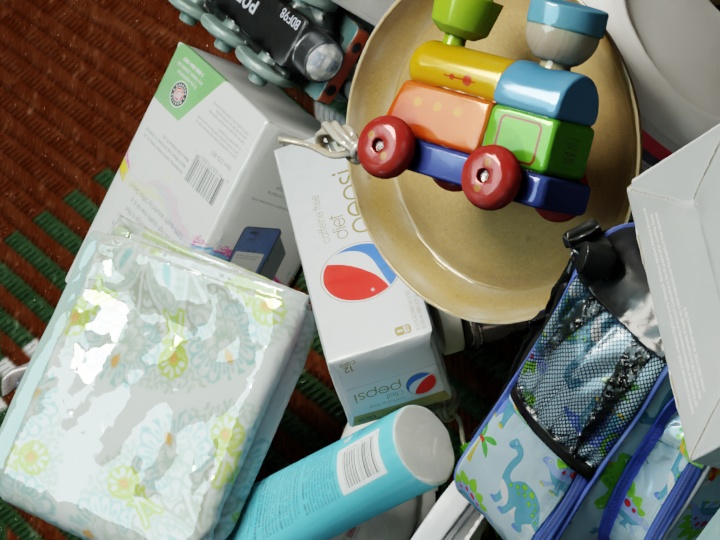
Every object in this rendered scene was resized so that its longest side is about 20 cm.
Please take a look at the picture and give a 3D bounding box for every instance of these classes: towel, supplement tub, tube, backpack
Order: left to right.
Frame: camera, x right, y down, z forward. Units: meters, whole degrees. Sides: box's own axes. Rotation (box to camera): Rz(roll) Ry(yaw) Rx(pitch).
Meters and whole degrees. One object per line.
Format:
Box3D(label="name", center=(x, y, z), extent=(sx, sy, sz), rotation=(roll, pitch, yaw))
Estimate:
Box3D(label="towel", center=(-0.133, 0.080, 1.630), extent=(0.171, 0.048, 0.201), rotation=(21, 85, 29))
Box3D(label="tube", center=(-0.029, 0.141, 1.572), extent=(0.200, 0.050, 0.078), rotation=(-29, 31, 39))
Box3D(label="supplement tub", center=(0.124, -0.074, 1.491), extent=(0.200, 0.140, 0.141), rotation=(-40, 49, 34))
Box3D(label="backpack", center=(0.155, 0.082, 1.369), extent=(0.147, 0.183, 0.200), rotation=(49, 124, 24))

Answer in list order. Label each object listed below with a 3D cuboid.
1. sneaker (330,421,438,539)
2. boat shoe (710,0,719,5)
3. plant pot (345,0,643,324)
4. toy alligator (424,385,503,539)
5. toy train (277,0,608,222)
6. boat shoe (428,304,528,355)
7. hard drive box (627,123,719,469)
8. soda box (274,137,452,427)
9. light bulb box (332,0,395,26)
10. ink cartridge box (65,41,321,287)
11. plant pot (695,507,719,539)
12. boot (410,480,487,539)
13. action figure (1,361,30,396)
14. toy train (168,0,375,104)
Box3D(label="sneaker", center=(-0.010, 0.174, 1.615), extent=(0.076, 0.080, 0.201), rotation=(-2, 75, 52))
Box3D(label="boat shoe", center=(0.123, -0.183, 1.528), extent=(0.199, 0.074, 0.070), rotation=(-1, 87, 12))
Box3D(label="plant pot", center=(0.077, -0.071, 1.422), extent=(0.199, 0.027, 0.201), rotation=(6, 99, 39))
Box3D(label="toy alligator", center=(0.085, 0.145, 1.535), extent=(0.200, 0.059, 0.054), rotation=(-124, 20, -44))
Box3D(label="toy train", center=(0.041, -0.103, 1.384), extent=(0.199, 0.085, 0.116), rotation=(18, 96, 36))
Box3D(label="boat shoe", center=(0.058, -0.037, 1.623), extent=(0.072, 0.059, 0.201), rotation=(81, 175, -53))
Box3D(label="hard drive box", center=(0.238, 0.029, 1.270), extent=(0.077, 0.199, 0.156), rotation=(-34, 54, 38))
Box3D(label="soda box", center=(0.000, 0.000, 1.590), extent=(0.068, 0.064, 0.200), rotation=(-17, 44, 1))
Box3D(label="light bulb box", center=(0.030, -0.269, 1.656), extent=(0.199, 0.125, 0.200), rotation=(-56, 35, 9))
Box3D(label="ink cartridge box", center=(-0.110, -0.035, 1.803), extent=(0.145, 0.087, 0.201), rotation=(42, 108, 49))
Box3D(label="plant pot", center=(0.240, 0.219, 1.216), extent=(0.200, 0.195, 0.197), rotation=(-50, 44, 38))
Box3D(label="boot", center=(0.050, 0.220, 1.475), extent=(0.095, 0.074, 0.201), rotation=(30, 105, 12))
Box3D(label="action figure", center=(-0.166, 0.101, 1.774), extent=(0.105, 0.200, 0.193), rotation=(-49, 39, -17))
Box3D(label="toy train", center=(-0.051, -0.176, 1.760), extent=(0.200, 0.114, 0.085), rotation=(43, 108, 47))
